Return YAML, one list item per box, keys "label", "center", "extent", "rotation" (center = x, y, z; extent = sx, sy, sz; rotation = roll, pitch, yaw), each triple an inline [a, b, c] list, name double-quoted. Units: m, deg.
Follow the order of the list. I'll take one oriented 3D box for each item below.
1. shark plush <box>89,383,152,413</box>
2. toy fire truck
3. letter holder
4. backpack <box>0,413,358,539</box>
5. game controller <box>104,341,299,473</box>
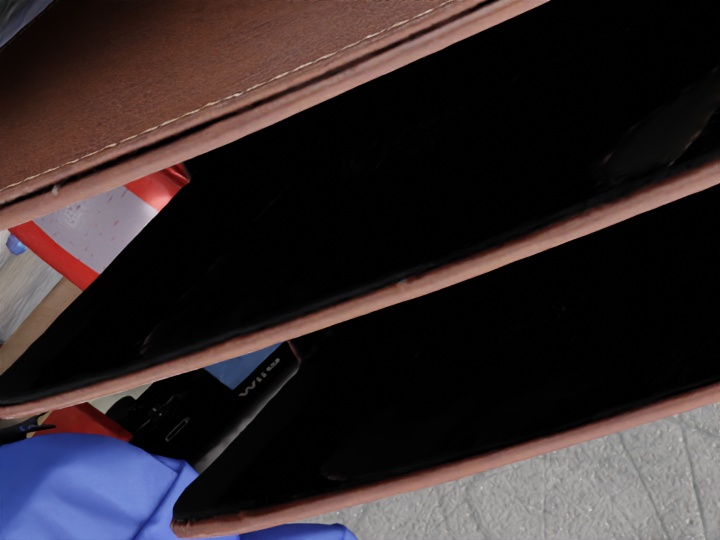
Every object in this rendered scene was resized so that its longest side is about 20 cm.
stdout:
- label: "shark plush"
  center: [-0.067, 0.030, 0.990]
  extent: [0.200, 0.090, 0.084]
  rotation: [106, -11, -71]
- label: "toy fire truck"
  center: [-0.069, 0.006, 0.733]
  extent: [0.141, 0.049, 0.200]
  rotation: [-53, 177, 2]
- label: "letter holder"
  center: [0.018, -0.016, 0.484]
  extent: [0.200, 0.101, 0.142]
  rotation: [-20, -161, 35]
- label: "backpack"
  center: [-0.094, 0.129, 0.649]
  extent: [0.200, 0.168, 0.163]
  rotation: [-14, -159, 37]
- label: "game controller"
  center: [0.000, 0.000, 0.853]
  extent: [0.200, 0.042, 0.104]
  rotation: [-44, -174, -6]
